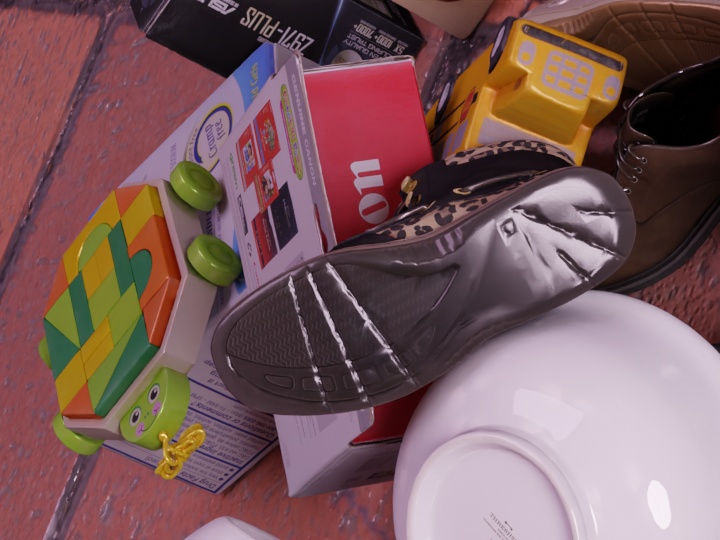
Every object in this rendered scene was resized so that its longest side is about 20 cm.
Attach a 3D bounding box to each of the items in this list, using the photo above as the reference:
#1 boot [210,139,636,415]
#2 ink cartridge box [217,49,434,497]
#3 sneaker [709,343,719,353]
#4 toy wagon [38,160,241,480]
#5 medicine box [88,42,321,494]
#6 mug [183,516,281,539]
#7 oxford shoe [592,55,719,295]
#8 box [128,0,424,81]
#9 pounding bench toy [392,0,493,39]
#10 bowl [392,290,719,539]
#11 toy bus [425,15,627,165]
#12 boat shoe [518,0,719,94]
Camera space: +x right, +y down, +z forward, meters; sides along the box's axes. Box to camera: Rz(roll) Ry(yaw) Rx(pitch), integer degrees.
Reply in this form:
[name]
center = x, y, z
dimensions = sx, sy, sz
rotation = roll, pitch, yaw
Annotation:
[boot]
center = 0.028, -0.002, 1.216
dimensions = 0.199, 0.074, 0.151
rotation = -26, 10, 5
[ink cartridge box]
center = 0.000, 0.000, 1.353
dimensions = 0.176, 0.083, 0.202
rotation = 135, 124, -69
[sneaker]
center = 0.125, 0.068, 1.222
dimensions = 0.199, 0.090, 0.070
rotation = -19, 52, 52
[toy wagon]
center = -0.128, 0.035, 1.493
dimensions = 0.155, 0.039, 0.201
rotation = -50, 34, 25
[medicine box]
center = -0.072, 0.000, 1.572
dimensions = 0.200, 0.102, 0.183
rotation = -41, 38, 34
[mug]
center = -0.063, 0.233, 1.345
dimensions = 0.176, 0.147, 0.200
rotation = -62, 31, -2
[oxford shoe]
center = 0.148, -0.055, 1.285
dimensions = 0.200, 0.084, 0.073
rotation = -42, 39, 37
[box]
center = -0.069, -0.195, 1.651
dimensions = 0.086, 0.163, 0.200
rotation = -52, 33, 20
[pounding bench toy]
center = 0.002, -0.253, 1.543
dimensions = 0.125, 0.199, 0.156
rotation = -55, 31, 15
[bowl]
center = 0.083, 0.112, 1.164
dimensions = 0.200, 0.090, 0.203
rotation = 6, 99, 38
[toy bus]
center = 0.074, -0.067, 1.361
dimensions = 0.200, 0.065, 0.079
rotation = 140, 150, -73
[boat shoe]
center = 0.152, -0.131, 1.347
dimensions = 0.199, 0.074, 0.069
rotation = 3, 47, 52
